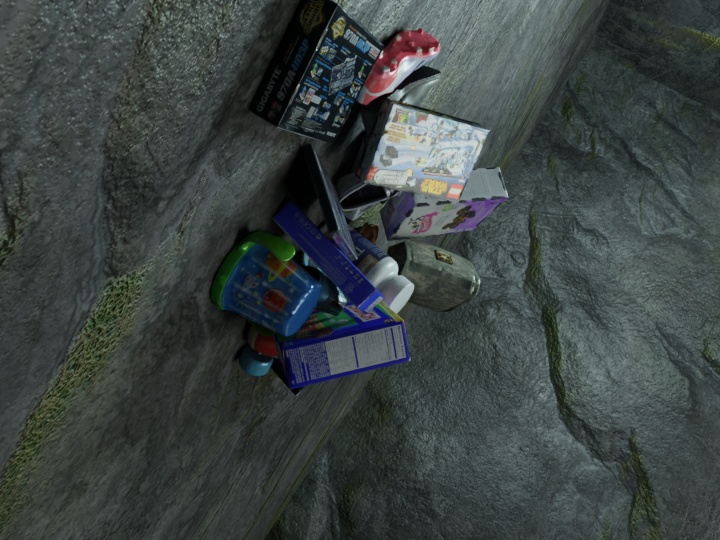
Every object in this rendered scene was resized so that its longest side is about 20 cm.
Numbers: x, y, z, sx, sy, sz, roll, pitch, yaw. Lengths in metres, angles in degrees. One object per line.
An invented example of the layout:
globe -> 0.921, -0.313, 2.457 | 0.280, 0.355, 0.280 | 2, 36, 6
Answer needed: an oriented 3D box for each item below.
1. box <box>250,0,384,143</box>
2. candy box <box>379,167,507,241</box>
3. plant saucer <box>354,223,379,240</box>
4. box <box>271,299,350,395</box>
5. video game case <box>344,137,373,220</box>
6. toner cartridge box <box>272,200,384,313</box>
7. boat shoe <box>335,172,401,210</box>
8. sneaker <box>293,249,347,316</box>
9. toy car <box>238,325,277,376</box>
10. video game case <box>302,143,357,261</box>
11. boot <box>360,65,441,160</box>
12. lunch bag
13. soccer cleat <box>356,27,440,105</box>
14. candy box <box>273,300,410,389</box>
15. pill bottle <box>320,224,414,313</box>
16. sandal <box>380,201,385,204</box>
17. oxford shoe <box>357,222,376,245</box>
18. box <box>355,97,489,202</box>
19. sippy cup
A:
box -> -0.050, -0.254, 0.886 | 0.159, 0.046, 0.200 | -61, 167, 13
candy box -> 0.160, -0.131, 1.347 | 0.200, 0.072, 0.168 | -8, 162, -19
plant saucer -> -0.026, -0.026, 1.532 | 0.200, 0.037, 0.200 | -53, 167, -18
box -> -0.088, 0.160, 1.504 | 0.148, 0.104, 0.200 | -45, 175, 34
video game case -> 0.043, -0.212, 1.334 | 0.200, 0.045, 0.181 | -41, 160, -53
toner cartridge box -> -0.050, -0.019, 1.082 | 0.043, 0.200, 0.095 | -44, 166, -1
boat shoe -> 0.047, -0.156, 1.200 | 0.069, 0.200, 0.072 | -92, 166, -48
sneaker -> -0.081, 0.031, 1.184 | 0.079, 0.095, 0.200 | -53, -156, 4
toy car -> -0.094, 0.135, 1.284 | 0.184, 0.200, 0.177 | -63, 166, 23
video game case -> -0.046, -0.102, 1.090 | 0.019, 0.143, 0.200 | -19, 167, 3
boot -> 0.063, -0.269, 1.172 | 0.200, 0.068, 0.131 | -38, 143, -37
lunch bag -> 0.141, 0.010, 1.401 | 0.200, 0.164, 0.118 | 161, -52, -75
soccer cleat -> 0.059, -0.329, 1.088 | 0.200, 0.067, 0.076 | -43, 170, -42
candy box -> -0.038, 0.115, 1.129 | 0.169, 0.200, 0.077 | -143, -137, -72
pill bottle -> 0.000, 0.000, 1.294 | 0.111, 0.200, 0.111 | -44, 159, -22
sandal -> 0.069, -0.198, 1.279 | 0.075, 0.048, 0.200 | -50, 178, -39
oxford shoe -> 0.019, -0.039, 1.440 | 0.071, 0.071, 0.200 | -52, 164, -17
box -> 0.104, -0.196, 1.129 | 0.200, 0.040, 0.137 | 7, 115, -31
sippy cup -> -0.135, 0.029, 1.040 | 0.140, 0.130, 0.178 | -56, 168, -5
